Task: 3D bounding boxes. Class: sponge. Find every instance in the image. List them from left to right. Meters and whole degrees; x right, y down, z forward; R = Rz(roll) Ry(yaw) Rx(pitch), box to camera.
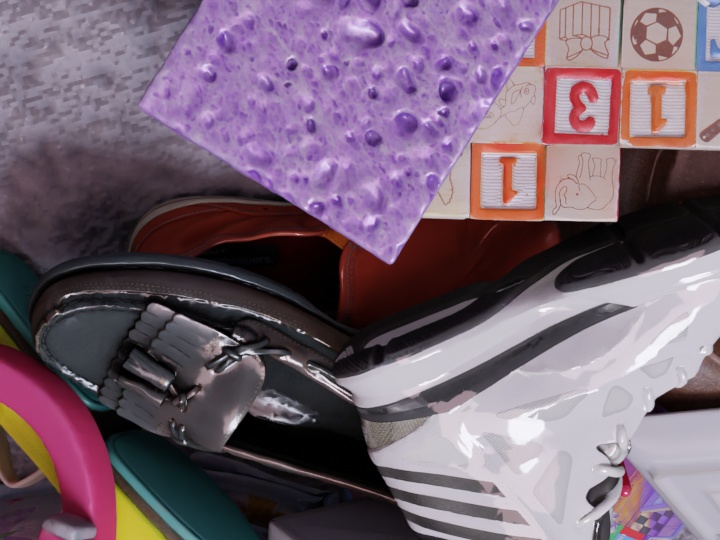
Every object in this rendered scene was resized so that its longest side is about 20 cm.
[{"bbox_3d":[0.018,-0.114,0.669,0.111,0.030,0.201,33,93,0],"label":"sponge"}]

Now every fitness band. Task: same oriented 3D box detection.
[{"bbox_3d":[-0.173,0.127,0.737,0.143,0.037,0.202,20,97,25],"label":"fitness band"}]

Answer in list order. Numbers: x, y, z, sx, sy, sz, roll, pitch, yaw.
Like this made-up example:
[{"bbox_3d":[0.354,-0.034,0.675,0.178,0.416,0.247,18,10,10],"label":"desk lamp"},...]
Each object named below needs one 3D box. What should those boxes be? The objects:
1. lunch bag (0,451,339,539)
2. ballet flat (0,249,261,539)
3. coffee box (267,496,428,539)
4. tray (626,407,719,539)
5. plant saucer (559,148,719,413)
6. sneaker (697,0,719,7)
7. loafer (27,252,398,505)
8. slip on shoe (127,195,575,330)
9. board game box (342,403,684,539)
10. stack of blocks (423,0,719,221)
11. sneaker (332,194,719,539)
[{"bbox_3d":[-0.091,0.182,0.841,0.198,0.127,0.171,-9,118,9],"label":"lunch bag"},{"bbox_3d":[-0.116,0.080,0.766,0.067,0.067,0.200,-47,73,15],"label":"ballet flat"},{"bbox_3d":[0.020,0.201,0.780,0.112,0.080,0.202,-7,109,-36],"label":"coffee box"},{"bbox_3d":[0.191,0.112,0.829,0.107,0.022,0.200,-7,148,28],"label":"tray"},{"bbox_3d":[0.184,-0.023,0.765,0.199,0.037,0.202,0,96,1],"label":"plant saucer"},{"bbox_3d":[0.196,-0.104,0.617,0.199,0.081,0.115,37,125,-13],"label":"sneaker"},{"bbox_3d":[-0.038,0.048,0.741,0.199,0.063,0.072,17,128,-20],"label":"loafer"},{"bbox_3d":[0.000,0.000,0.786,0.198,0.061,0.075,-2,118,-7],"label":"slip on shoe"},{"bbox_3d":[0.074,0.106,0.846,0.157,0.039,0.201,-16,129,2],"label":"board game box"},{"bbox_3d":[0.085,-0.077,0.714,0.198,0.059,0.116,1,93,2],"label":"stack of blocks"},{"bbox_3d":[0.099,0.048,0.724,0.199,0.076,0.116,-21,102,2],"label":"sneaker"}]
